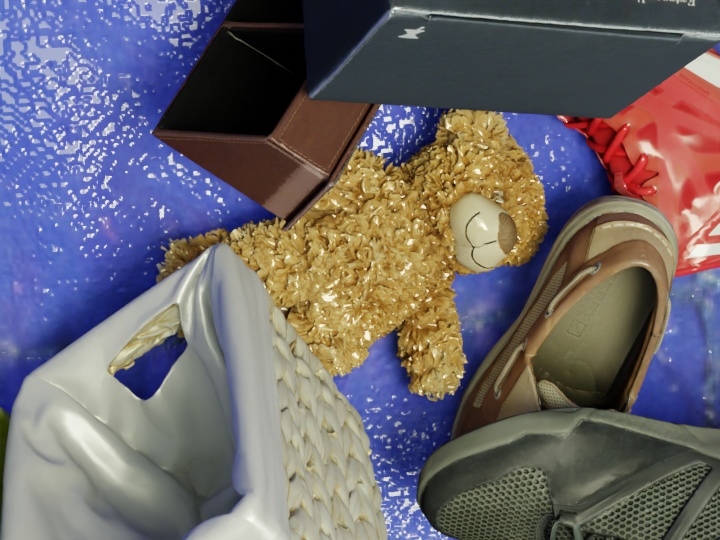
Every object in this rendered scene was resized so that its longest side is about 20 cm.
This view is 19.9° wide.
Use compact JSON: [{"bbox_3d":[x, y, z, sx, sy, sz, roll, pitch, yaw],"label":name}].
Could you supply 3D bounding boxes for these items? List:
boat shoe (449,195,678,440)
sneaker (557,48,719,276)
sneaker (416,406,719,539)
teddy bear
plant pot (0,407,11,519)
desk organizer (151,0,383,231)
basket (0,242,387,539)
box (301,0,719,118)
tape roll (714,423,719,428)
[{"bbox_3d":[0.093,0.061,0.984,0.076,0.072,0.200,17,111,-5],"label":"boat shoe"},{"bbox_3d":[0.129,-0.060,0.995,0.199,0.078,0.116,18,91,-9],"label":"sneaker"},{"bbox_3d":[0.123,0.126,0.917,0.199,0.114,0.076,7,135,1],"label":"sneaker"},{"bbox_3d":[0.000,0.000,0.984,0.199,0.067,0.145,-9,99,-7],"label":"teddy bear"},{"bbox_3d":[-0.224,0.182,0.923,0.200,0.187,0.187,-29,100,10],"label":"plant pot"},{"bbox_3d":[-0.009,-0.126,0.935,0.077,0.072,0.200,33,67,-8],"label":"desk organizer"},{"bbox_3d":[-0.067,0.110,0.892,0.135,0.200,0.123,-34,121,14],"label":"basket"},{"bbox_3d":[0.057,-0.177,0.873,0.148,0.107,0.201,3,74,-20],"label":"box"},{"bbox_3d":[0.242,0.166,1.031,0.199,0.085,0.201,-1,95,-9],"label":"tape roll"}]
